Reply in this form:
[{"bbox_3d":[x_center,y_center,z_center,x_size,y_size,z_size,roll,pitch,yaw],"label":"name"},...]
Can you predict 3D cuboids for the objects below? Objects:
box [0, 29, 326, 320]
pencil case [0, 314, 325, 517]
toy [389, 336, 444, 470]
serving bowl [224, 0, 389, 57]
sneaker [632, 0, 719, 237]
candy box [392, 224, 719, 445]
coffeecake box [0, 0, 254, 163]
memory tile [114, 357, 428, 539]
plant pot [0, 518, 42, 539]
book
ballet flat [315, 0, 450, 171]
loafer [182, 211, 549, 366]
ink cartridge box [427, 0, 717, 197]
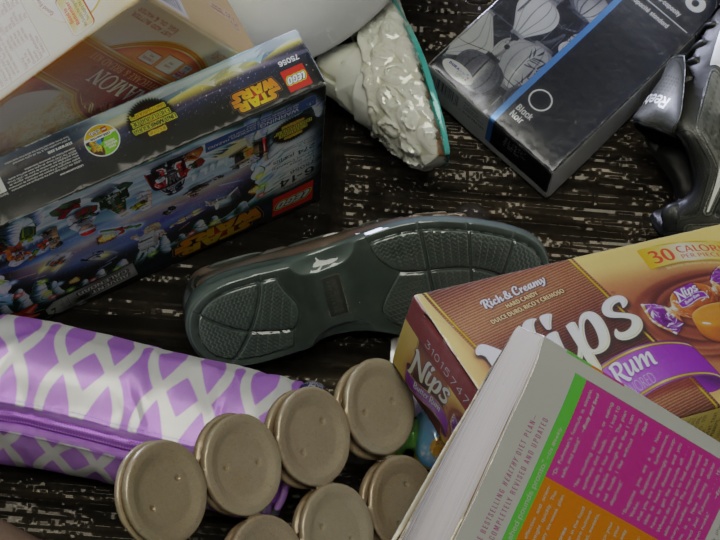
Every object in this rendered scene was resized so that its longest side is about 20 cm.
[{"bbox_3d":[-0.114,-0.042,1.232,0.199,0.137,0.040,-25,70,-12],"label":"box"},{"bbox_3d":[-0.123,0.079,1.207,0.199,0.084,0.086,12,27,4],"label":"pencil case"},{"bbox_3d":[0.112,0.092,1.233,0.199,0.047,0.116,4,69,0],"label":"toy"},{"bbox_3d":[-0.060,-0.212,1.304,0.199,0.066,0.201,-10,63,19],"label":"serving bowl"},{"bbox_3d":[0.197,-0.101,1.286,0.090,0.066,0.201,4,83,-8],"label":"sneaker"},{"bbox_3d":[0.131,0.050,1.193,0.199,0.057,0.117,-11,50,-28],"label":"candy box"},{"bbox_3d":[-0.172,-0.093,1.203,0.199,0.153,0.073,-34,72,13],"label":"coffeecake box"},{"bbox_3d":[-0.033,0.137,1.144,0.199,0.017,0.154,-18,95,-44],"label":"memory tile"},{"bbox_3d":[-0.187,0.195,1.114,0.174,0.200,0.201,17,66,-13],"label":"plant pot"},{"bbox_3d":[0.122,0.129,1.106,0.199,0.048,0.134,31,85,-30],"label":"book"},{"bbox_3d":[-0.001,-0.134,1.317,0.071,0.072,0.201,-11,60,-7],"label":"ballet flat"},{"bbox_3d":[0.000,0.000,1.259,0.199,0.072,0.063,-10,26,-8],"label":"loafer"},{"bbox_3d":[0.139,-0.143,1.339,0.099,0.039,0.200,41,71,14],"label":"ink cartridge box"}]
